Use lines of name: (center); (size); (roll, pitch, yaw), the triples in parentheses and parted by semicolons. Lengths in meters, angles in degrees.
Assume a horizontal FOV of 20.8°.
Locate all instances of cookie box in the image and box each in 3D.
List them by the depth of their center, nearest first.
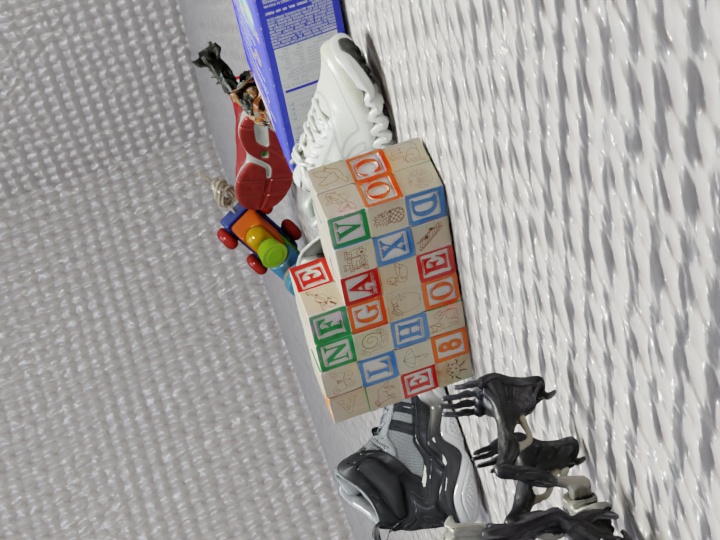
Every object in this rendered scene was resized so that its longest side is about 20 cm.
cookie box: (-0.063, -0.217, 1.655); (0.201, 0.075, 0.172); (79, 171, -45)

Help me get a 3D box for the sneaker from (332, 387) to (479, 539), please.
sneaker: (0.024, 0.138, 1.690); (0.076, 0.113, 0.201); (85, 167, -64)

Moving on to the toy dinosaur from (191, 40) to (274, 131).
toy dinosaur: (-0.112, -0.199, 2.139); (0.136, 0.102, 0.200); (57, 157, -16)

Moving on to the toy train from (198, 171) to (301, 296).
toy train: (-0.139, -0.047, 2.615); (0.200, 0.085, 0.116); (43, -176, -44)

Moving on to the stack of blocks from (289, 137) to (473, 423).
stack of blocks: (0.010, 0.010, 1.432); (0.059, 0.114, 0.201); (-114, 9, -45)

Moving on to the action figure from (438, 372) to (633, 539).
action figure: (0.100, 0.154, 1.067); (0.201, 0.101, 0.119); (-112, -1, -49)

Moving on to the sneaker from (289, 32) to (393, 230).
sneaker: (-0.017, -0.101, 1.546); (0.201, 0.080, 0.076); (82, 171, -50)

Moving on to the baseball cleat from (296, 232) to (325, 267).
baseball cleat: (0.000, 0.000, 1.543); (0.200, 0.106, 0.070); (80, 166, -64)

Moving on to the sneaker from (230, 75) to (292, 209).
sneaker: (-0.132, -0.177, 2.543); (0.201, 0.078, 0.116); (100, 163, -52)
